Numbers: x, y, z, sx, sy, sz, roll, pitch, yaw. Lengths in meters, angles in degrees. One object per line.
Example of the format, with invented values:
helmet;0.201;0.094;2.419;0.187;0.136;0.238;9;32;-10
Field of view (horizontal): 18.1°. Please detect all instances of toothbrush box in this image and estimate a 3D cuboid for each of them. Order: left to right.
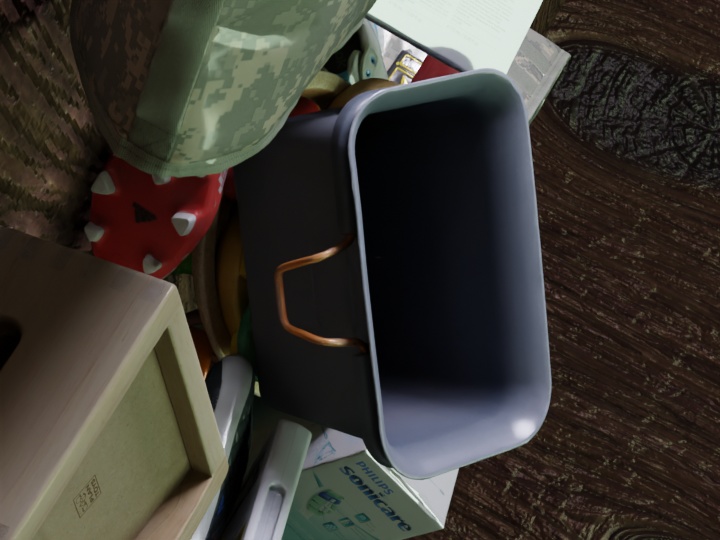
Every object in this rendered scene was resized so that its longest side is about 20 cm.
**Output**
toothbrush box;-0.030;0.105;1.444;0.199;0.085;0.147;-18;-141;37

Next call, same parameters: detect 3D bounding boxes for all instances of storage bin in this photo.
storage bin;0.000;0.000;1.201;0.145;0.134;0.201;-15;103;-39

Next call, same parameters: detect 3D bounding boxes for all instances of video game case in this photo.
video game case;-0.088;0.204;1.203;0.183;0.023;0.200;-74;-169;-48

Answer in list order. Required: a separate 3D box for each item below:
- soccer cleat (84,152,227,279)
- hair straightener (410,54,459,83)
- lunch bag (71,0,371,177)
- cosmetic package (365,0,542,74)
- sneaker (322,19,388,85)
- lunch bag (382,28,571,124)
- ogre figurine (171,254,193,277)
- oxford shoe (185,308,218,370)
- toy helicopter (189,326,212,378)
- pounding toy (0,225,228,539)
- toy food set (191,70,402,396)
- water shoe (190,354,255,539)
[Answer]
soccer cleat;-0.086;-0.082;1.190;0.201;0.068;0.085;-69;168;21
hair straightener;0.086;-0.175;1.332;0.077;0.041;0.201;71;44;-81
lunch bag;-0.044;-0.151;0.938;0.165;0.117;0.200;-65;177;34
cosmetic package;0.029;-0.200;1.146;0.199;0.052;0.151;25;95;-43
sneaker;-0.007;-0.093;1.419;0.075;0.201;0.087;-18;172;4
lunch bag;0.034;-0.121;1.553;0.118;0.164;0.200;-59;177;34
ogre figurine;-0.070;-0.039;1.380;0.200;0.098;0.121;131;-21;-65
oxford shoe;-0.131;0.072;1.435;0.200;0.071;0.074;-42;-164;41
toy helicopter;-0.158;0.106;1.339;0.200;0.078;0.133;139;-34;-64
pounding toy;-0.158;0.083;1.084;0.201;0.141;0.185;-60;156;-31
toy food set;-0.027;-0.017;1.319;0.200;0.048;0.199;-1;99;-57
water shoe;-0.108;0.116;1.177;0.072;0.078;0.201;96;8;-47
